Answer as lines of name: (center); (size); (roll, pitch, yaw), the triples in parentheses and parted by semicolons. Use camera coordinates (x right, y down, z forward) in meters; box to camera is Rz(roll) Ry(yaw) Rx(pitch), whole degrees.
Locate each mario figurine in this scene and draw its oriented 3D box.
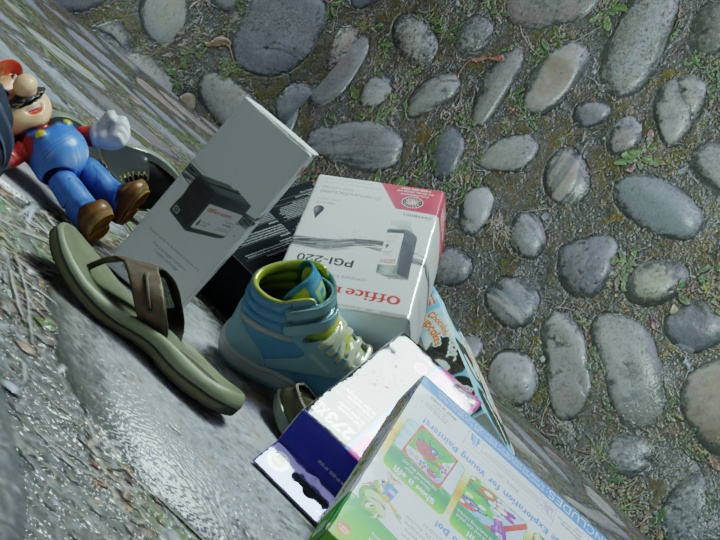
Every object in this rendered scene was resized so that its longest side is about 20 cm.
mario figurine: (-0.287, -0.126, 0.977); (0.200, 0.106, 0.123); (43, 6, 3)

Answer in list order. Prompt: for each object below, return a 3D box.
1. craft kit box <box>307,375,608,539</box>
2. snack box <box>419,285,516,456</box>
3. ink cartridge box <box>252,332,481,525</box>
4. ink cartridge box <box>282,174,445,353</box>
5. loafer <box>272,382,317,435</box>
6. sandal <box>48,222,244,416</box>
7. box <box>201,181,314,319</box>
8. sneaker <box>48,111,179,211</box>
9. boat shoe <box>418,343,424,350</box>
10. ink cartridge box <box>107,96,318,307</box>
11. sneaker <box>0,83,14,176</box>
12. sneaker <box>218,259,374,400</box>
craft kit box: (0.077, 0.200, 0.758); (0.200, 0.049, 0.198); (42, 31, 0)
snack box: (0.106, 0.118, 1.093); (0.116, 0.037, 0.200); (57, 9, -38)
ink cartridge box: (0.012, 0.128, 0.852); (0.095, 0.037, 0.200); (42, 41, 12)
ink cartridge box: (0.000, 0.000, 1.086); (0.145, 0.201, 0.085); (8, -45, 10)
loafer: (0.004, 0.161, 0.908); (0.200, 0.070, 0.075); (44, 5, 23)
sandal: (-0.160, 0.031, 0.831); (0.201, 0.057, 0.080); (42, 4, -1)
box: (-0.087, -0.013, 1.215); (0.141, 0.079, 0.200); (41, 36, 21)
sneaker: (-0.259, -0.089, 1.145); (0.200, 0.075, 0.106); (24, 21, -47)
boat shoe: (0.046, 0.108, 1.178); (0.200, 0.063, 0.073); (48, 0, -42)
ink cartridge box: (-0.137, -0.063, 1.016); (0.084, 0.200, 0.145); (41, 4, -5)
sneaker: (-0.326, -0.131, 0.734); (0.203, 0.077, 0.146); (50, 13, -17)
sneaker: (-0.024, 0.063, 0.962); (0.199, 0.131, 0.080); (21, 40, -4)
